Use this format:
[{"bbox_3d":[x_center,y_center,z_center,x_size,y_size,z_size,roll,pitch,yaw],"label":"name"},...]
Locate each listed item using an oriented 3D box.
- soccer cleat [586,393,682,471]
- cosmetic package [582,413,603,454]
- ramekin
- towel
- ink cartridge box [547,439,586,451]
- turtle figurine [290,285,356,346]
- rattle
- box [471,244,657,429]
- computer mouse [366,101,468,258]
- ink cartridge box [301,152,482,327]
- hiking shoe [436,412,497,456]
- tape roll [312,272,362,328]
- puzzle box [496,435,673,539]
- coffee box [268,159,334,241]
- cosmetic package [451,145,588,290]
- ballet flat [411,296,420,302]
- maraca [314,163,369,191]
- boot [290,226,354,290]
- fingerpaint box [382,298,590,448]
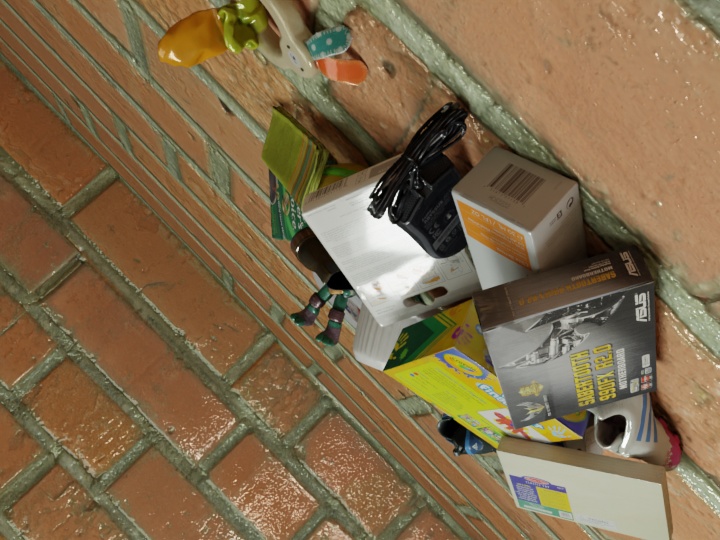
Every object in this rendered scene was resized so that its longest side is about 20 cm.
[{"bbox_3d":[0.311,0.187,0.905,0.070,0.086,0.200,25,157,52],"label":"soccer cleat"},{"bbox_3d":[0.257,0.208,1.124,0.200,0.050,0.083,27,127,49],"label":"cosmetic package"},{"bbox_3d":[0.083,0.104,1.122,0.199,0.106,0.200,19,177,1],"label":"ramekin"},{"bbox_3d":[-0.096,-0.157,1.059,0.018,0.087,0.200,10,-158,-30],"label":"towel"},{"bbox_3d":[0.249,0.209,1.050,0.099,0.039,0.202,2,108,56],"label":"ink cartridge box"},{"bbox_3d":[-0.037,0.013,1.272,0.100,0.201,0.150,13,-164,-36],"label":"turtle figurine"},{"bbox_3d":[-0.110,-0.241,0.856,0.200,0.142,0.131,47,148,18],"label":"rattle"},{"bbox_3d":[0.207,0.074,0.770,0.201,0.157,0.049,65,-169,-48],"label":"box"},{"bbox_3d":[0.074,-0.082,0.818,0.053,0.139,0.200,39,176,32],"label":"computer mouse"},{"bbox_3d":[0.046,-0.035,0.953,0.160,0.050,0.200,-20,124,25],"label":"ink cartridge box"},{"bbox_3d":[0.149,0.208,1.138,0.200,0.086,0.075,-134,36,-78],"label":"hiking shoe"},{"bbox_3d":[0.004,0.048,1.418,0.200,0.066,0.201,43,165,15],"label":"tape roll"},{"bbox_3d":[0.275,0.268,0.958,0.199,0.025,0.134,5,136,32],"label":"puzzle box"},{"bbox_3d":[-0.091,-0.106,1.205,0.200,0.044,0.124,-167,73,-64],"label":"coffee box"},{"bbox_3d":[0.169,-0.019,0.790,0.101,0.071,0.200,34,161,38],"label":"cosmetic package"},{"bbox_3d":[0.053,0.042,1.268,0.074,0.074,0.200,28,157,49],"label":"ballet flat"},{"bbox_3d":[0.007,-0.080,1.015,0.199,0.107,0.137,6,143,40],"label":"maraca"},{"bbox_3d":[0.000,0.000,1.113,0.199,0.075,0.097,8,-149,-36],"label":"boot"},{"bbox_3d":[0.156,0.133,0.954,0.199,0.074,0.167,35,152,-14],"label":"fingerpaint box"}]
